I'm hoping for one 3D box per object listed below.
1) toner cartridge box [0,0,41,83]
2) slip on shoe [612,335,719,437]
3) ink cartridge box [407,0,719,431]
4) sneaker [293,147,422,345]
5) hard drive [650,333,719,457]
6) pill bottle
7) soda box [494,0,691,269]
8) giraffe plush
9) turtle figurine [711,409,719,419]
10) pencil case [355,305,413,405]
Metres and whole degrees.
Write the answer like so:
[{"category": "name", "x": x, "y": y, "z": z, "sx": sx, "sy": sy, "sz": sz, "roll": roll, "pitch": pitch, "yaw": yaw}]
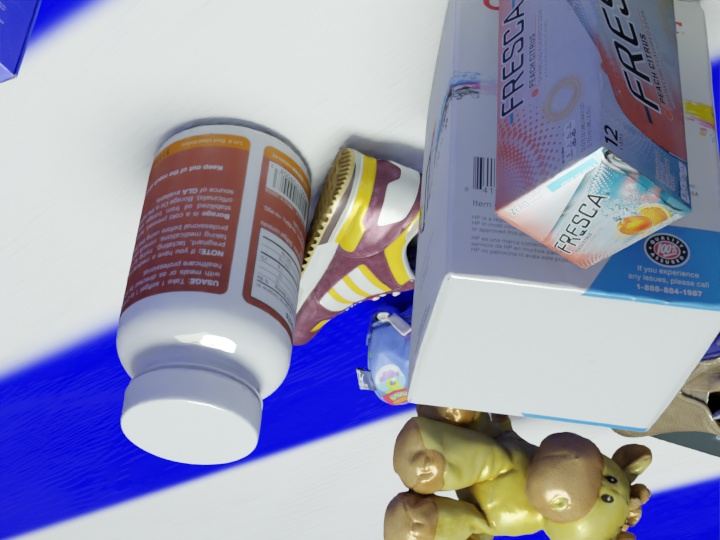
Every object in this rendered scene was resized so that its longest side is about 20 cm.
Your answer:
[{"category": "toner cartridge box", "x": -0.245, "y": -0.188, "z": 0.671, "sx": 0.043, "sy": 0.096, "sz": 0.200, "roll": -15, "pitch": 140, "yaw": 28}, {"category": "slip on shoe", "x": 0.259, "y": 0.093, "z": 0.978, "sx": 0.076, "sy": 0.061, "sz": 0.199, "roll": 34, "pitch": 138, "yaw": -29}, {"category": "ink cartridge box", "x": 0.110, "y": -0.038, "z": 0.744, "sx": 0.146, "sy": 0.202, "sz": 0.145, "roll": 7, "pitch": 148, "yaw": -3}, {"category": "sneaker", "x": 0.000, "y": 0.000, "z": 0.928, "sx": 0.089, "sy": 0.076, "sz": 0.200, "roll": 17, "pitch": 146, "yaw": -8}, {"category": "hard drive", "x": 0.310, "y": 0.109, "z": 1.078, "sx": 0.198, "sy": 0.033, "sz": 0.140, "roll": 18, "pitch": 144, "yaw": -17}, {"category": "pill bottle", "x": -0.095, "y": 0.015, "z": 0.851, "sx": 0.111, "sy": 0.202, "sz": 0.113, "roll": 4, "pitch": 146, "yaw": 3}, {"category": "soda box", "x": 0.110, "y": -0.106, "z": 0.643, "sx": 0.063, "sy": 0.202, "sz": 0.068, "roll": 28, "pitch": 139, "yaw": -30}, {"category": "giraffe plush", "x": 0.136, "y": 0.176, "z": 1.043, "sx": 0.161, "sy": 0.174, "sz": 0.199, "roll": 4, "pitch": 169, "yaw": 35}, {"category": "turtle figurine", "x": 0.270, "y": -0.014, "z": 0.808, "sx": 0.198, "sy": 0.145, "sz": 0.195, "roll": 3, "pitch": 142, "yaw": -3}, {"category": "pencil case", "x": 0.096, "y": 0.047, "z": 0.981, "sx": 0.198, "sy": 0.079, "sz": 0.087, "roll": -12, "pitch": 135, "yaw": 24}]
